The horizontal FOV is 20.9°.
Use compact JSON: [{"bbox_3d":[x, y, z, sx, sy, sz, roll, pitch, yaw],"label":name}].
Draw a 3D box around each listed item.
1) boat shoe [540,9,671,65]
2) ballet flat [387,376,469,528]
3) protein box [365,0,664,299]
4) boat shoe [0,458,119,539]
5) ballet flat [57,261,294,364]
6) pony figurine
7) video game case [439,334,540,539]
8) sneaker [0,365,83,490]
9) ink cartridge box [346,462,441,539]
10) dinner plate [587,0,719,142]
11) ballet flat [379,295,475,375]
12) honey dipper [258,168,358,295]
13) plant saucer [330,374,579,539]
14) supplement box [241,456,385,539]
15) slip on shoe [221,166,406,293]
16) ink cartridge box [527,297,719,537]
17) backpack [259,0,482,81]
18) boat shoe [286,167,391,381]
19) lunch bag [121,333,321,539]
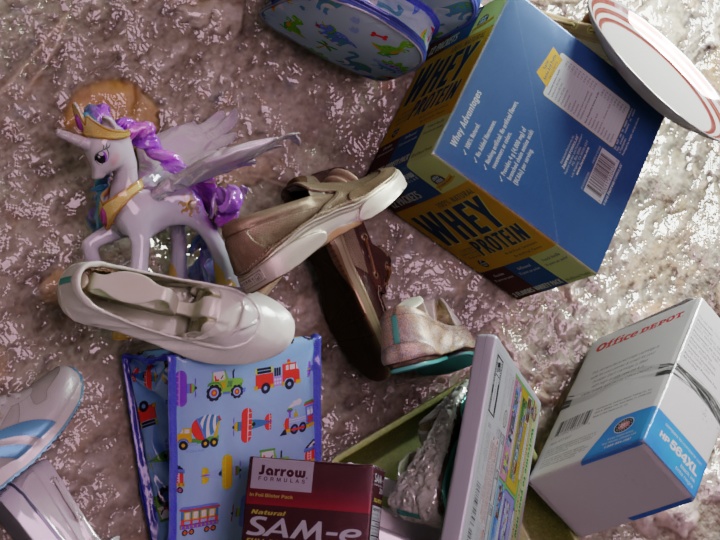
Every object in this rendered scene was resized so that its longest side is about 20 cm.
[{"bbox_3d":[0.233,-0.229,1.950,0.200,0.074,0.069,5,82,-27],"label":"boat shoe"},{"bbox_3d":[0.072,0.154,1.714,0.072,0.072,0.200,50,34,-10],"label":"ballet flat"},{"bbox_3d":[0.146,-0.116,1.840,0.200,0.135,0.199,35,64,-19],"label":"protein box"},{"bbox_3d":[-0.218,0.243,1.594,0.065,0.074,0.200,-40,100,-25],"label":"boat shoe"},{"bbox_3d":[-0.147,0.032,1.584,0.200,0.069,0.069,13,72,-11],"label":"ballet flat"},{"bbox_3d":[-0.158,-0.060,1.664,0.193,0.167,0.200,-16,104,-28],"label":"pony figurine"},{"bbox_3d":[0.114,0.179,1.699,0.182,0.022,0.200,52,46,-62],"label":"video game case"},{"bbox_3d":[-0.305,0.135,1.569,0.200,0.077,0.081,-43,99,-31],"label":"sneaker"},{"bbox_3d":[0.003,0.277,1.671,0.115,0.068,0.200,24,83,-9],"label":"ink cartridge box"},{"bbox_3d":[0.287,-0.189,1.876,0.200,0.024,0.200,34,26,-19],"label":"dinner plate"},{"bbox_3d":[0.062,0.056,1.741,0.068,0.200,0.067,-16,82,11],"label":"ballet flat"},{"bbox_3d":[-0.063,-0.011,1.686,0.038,0.038,0.200,46,58,-13],"label":"honey dipper"},{"bbox_3d":[0.080,0.219,1.780,0.200,0.048,0.200,-28,93,-30],"label":"plant saucer"},{"bbox_3d":[-0.044,0.257,1.601,0.109,0.061,0.200,3,80,9],"label":"supplement box"},{"bbox_3d":[-0.039,-0.050,1.641,0.200,0.076,0.061,-34,94,-37],"label":"slip on shoe"},{"bbox_3d":[0.261,0.135,1.814,0.084,0.146,0.200,47,46,-16],"label":"ink cartridge box"},{"bbox_3d":[0.018,-0.267,1.766,0.183,0.200,0.147,27,67,-22],"label":"backpack"},{"bbox_3d":[0.000,0.000,1.774,0.072,0.072,0.200,-20,83,-30],"label":"boat shoe"},{"bbox_3d":[-0.110,0.161,1.673,0.151,0.094,0.200,-6,91,-33],"label":"lunch bag"}]
